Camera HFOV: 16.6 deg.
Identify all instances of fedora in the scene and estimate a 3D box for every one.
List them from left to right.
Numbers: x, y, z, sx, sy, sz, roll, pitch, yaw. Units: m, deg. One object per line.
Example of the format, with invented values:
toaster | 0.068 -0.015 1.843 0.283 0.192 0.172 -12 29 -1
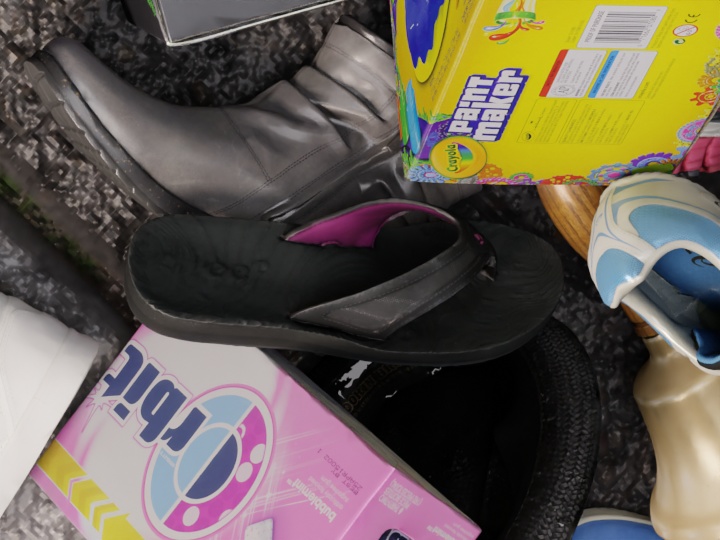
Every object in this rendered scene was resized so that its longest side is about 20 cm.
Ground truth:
fedora | 0.039 0.113 1.118 0.201 0.201 0.092 -43 134 -1

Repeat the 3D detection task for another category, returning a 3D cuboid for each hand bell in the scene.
hand bell | 0.132 0.015 1.124 0.104 0.104 0.200 -34 108 -4

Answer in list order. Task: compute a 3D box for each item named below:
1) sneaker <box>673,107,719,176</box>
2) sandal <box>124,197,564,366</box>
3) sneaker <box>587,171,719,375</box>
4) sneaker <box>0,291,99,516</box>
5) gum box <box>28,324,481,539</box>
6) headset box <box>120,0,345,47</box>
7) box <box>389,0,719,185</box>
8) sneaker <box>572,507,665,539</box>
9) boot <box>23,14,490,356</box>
sneaker | 0.191 -0.088 1.141 0.199 0.081 0.075 -8 98 -8
sandal | 0.000 0.001 1.066 0.200 0.075 0.048 0 143 -18
sneaker | 0.183 0.028 1.070 0.200 0.072 0.073 26 51 -16
sneaker | -0.216 0.090 1.105 0.115 0.074 0.200 31 84 -10
gum box | -0.047 0.102 1.063 0.114 0.200 0.066 -52 131 0
headset box | -0.067 -0.189 1.019 0.093 0.200 0.175 -16 102 -8
box | 0.087 -0.163 1.016 0.122 0.200 0.193 1 66 -10
sneaker | 0.174 0.189 1.163 0.200 0.111 0.077 41 90 -13
boot | -0.045 -0.069 1.116 0.200 0.070 0.132 42 87 -24
